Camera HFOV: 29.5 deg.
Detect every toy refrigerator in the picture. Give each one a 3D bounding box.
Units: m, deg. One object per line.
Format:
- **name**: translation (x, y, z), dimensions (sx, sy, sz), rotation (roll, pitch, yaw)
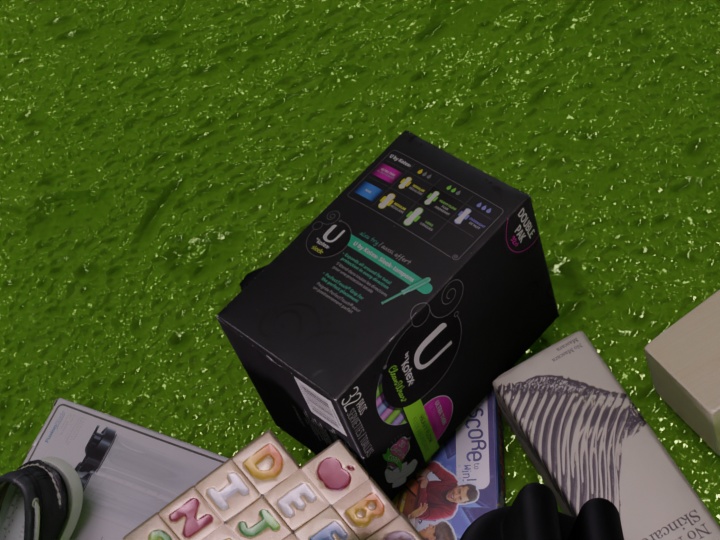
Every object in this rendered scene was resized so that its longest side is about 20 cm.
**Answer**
- **toy refrigerator**: translation (0.307, 0.037, 0.977), dimensions (0.200, 0.070, 0.076), rotation (-36, 50, -7)

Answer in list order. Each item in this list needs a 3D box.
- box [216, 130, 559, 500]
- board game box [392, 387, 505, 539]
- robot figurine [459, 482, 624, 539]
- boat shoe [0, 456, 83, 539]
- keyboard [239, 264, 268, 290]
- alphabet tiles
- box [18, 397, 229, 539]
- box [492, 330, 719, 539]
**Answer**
- **box**: translation (0.026, 0.032, 0.969), dimensions (0.124, 0.149, 0.200), rotation (31, 67, 34)
- **board game box**: translation (0.038, 0.160, 1.000), dimensions (0.134, 0.035, 0.201), rotation (-5, 59, 13)
- **robot figurine**: translation (0.102, 0.228, 0.851), dimensions (0.150, 0.201, 0.124), rotation (35, 36, 27)
- **boat shoe**: translation (-0.263, 0.230, 0.986), dimensions (0.075, 0.060, 0.201), rotation (19, 99, 24)
- **keyboard**: translation (0.000, 0.000, 1.106), dimensions (0.199, 0.040, 0.104), rotation (-24, 56, 3)
- **alphabet tiles**: translation (-0.060, 0.208, 0.932), dimensions (0.200, 0.006, 0.167), rotation (-37, 99, 13)
- **box**: translation (-0.166, 0.184, 1.033), dimensions (0.199, 0.060, 0.117), rotation (15, 66, 23)
- **box**: translation (0.175, 0.146, 0.949), dimensions (0.082, 0.068, 0.200), rotation (-30, 56, -4)
